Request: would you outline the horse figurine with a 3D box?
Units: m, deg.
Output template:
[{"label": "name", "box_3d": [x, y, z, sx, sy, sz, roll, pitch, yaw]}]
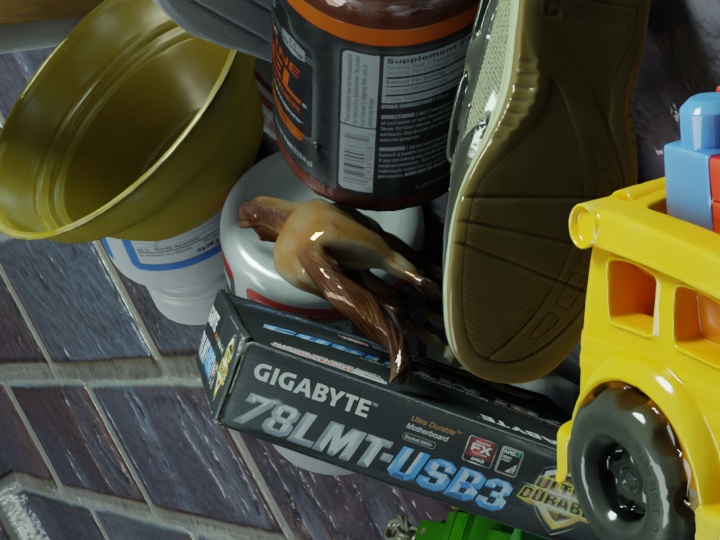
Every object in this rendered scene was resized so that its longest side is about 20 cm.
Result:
[{"label": "horse figurine", "box_3d": [0.000, 0.000, 1.006, 0.133, 0.050, 0.200, 30, -172, -4]}]

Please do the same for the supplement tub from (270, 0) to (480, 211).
[{"label": "supplement tub", "box_3d": [0.011, -0.122, 0.925, 0.107, 0.107, 0.200, 51, 158, 26]}]

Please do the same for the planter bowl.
[{"label": "planter bowl", "box_3d": [-0.118, -0.079, 1.180, 0.083, 0.200, 0.200, 41, 174, -35]}]

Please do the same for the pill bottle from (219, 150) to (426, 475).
[{"label": "pill bottle", "box_3d": [-0.019, 0.029, 1.199, 0.116, 0.116, 0.200, 49, 158, 31]}]

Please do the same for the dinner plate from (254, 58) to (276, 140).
[{"label": "dinner plate", "box_3d": [-0.066, -0.164, 1.188, 0.200, 0.024, 0.200, 49, 158, 28]}]

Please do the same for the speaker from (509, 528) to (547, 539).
[{"label": "speaker", "box_3d": [0.121, 0.203, 1.142, 0.088, 0.088, 0.200, 48, 157, 32]}]

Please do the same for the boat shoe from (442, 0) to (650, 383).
[{"label": "boat shoe", "box_3d": [0.072, -0.053, 0.818, 0.065, 0.073, 0.200, 179, 106, -77]}]

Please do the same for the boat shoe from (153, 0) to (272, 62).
[{"label": "boat shoe", "box_3d": [-0.059, -0.149, 1.010, 0.200, 0.072, 0.071, 33, -166, -50]}]

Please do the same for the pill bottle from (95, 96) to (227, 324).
[{"label": "pill bottle", "box_3d": [-0.129, -0.059, 1.350, 0.112, 0.112, 0.200, 43, 160, 41]}]

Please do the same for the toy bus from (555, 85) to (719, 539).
[{"label": "toy bus", "box_3d": [0.168, 0.018, 0.726, 0.200, 0.136, 0.192, 28, 126, 55]}]

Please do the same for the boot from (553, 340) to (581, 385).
[{"label": "boot", "box_3d": [0.121, 0.014, 0.917, 0.132, 0.070, 0.200, 49, 170, 28]}]

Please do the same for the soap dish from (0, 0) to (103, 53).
[{"label": "soap dish", "box_3d": [-0.250, -0.200, 1.328, 0.157, 0.200, 0.081, 26, 118, 41]}]

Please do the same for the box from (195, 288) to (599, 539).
[{"label": "box", "box_3d": [0.020, 0.071, 1.013, 0.200, 0.050, 0.199, 19, -177, -8]}]

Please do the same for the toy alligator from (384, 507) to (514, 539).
[{"label": "toy alligator", "box_3d": [0.073, 0.174, 1.279, 0.054, 0.059, 0.200, 23, 168, -16]}]
